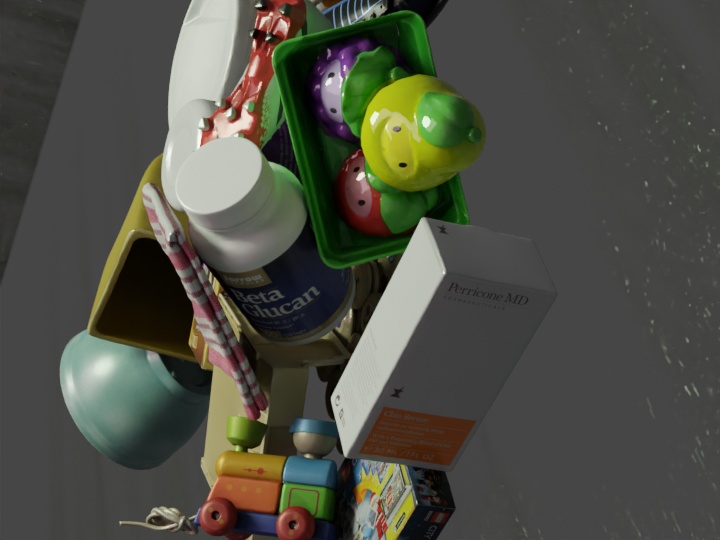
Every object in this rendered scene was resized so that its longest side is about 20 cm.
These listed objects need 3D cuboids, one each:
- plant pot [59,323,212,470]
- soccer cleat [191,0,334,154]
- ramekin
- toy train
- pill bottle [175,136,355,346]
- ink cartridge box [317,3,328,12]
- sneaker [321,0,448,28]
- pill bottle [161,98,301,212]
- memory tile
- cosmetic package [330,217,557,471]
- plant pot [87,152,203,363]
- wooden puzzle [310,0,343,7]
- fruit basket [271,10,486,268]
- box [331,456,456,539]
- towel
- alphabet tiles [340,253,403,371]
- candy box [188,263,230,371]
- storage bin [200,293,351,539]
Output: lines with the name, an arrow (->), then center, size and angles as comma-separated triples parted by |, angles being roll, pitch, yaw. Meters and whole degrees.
plant pot -> -0.262, 0.134, 1.767 | 0.134, 0.200, 0.201 | -33, 44, 27
soccer cleat -> -0.086, -0.157, 1.276 | 0.069, 0.085, 0.200 | 25, 94, 40
ramekin -> -0.128, -0.216, 1.476 | 0.202, 0.094, 0.203 | -35, 50, 57
toy train -> -0.116, 0.183, 1.249 | 0.085, 0.199, 0.116 | 56, -139, -72
pill bottle -> -0.087, -0.027, 1.238 | 0.200, 0.111, 0.111 | 58, -160, -50
ink cartridge box -> -0.054, -0.230, 1.540 | 0.146, 0.084, 0.200 | -117, 45, -57
sneaker -> 0.006, -0.229, 1.317 | 0.200, 0.070, 0.078 | -43, 22, -2
pill bottle -> -0.089, -0.099, 1.382 | 0.112, 0.199, 0.113 | -27, 58, 56
memory tile -> -0.010, 0.067, 1.359 | 0.200, 0.017, 0.154 | -110, 35, -46
cosmetic package -> 0.062, 0.063, 1.094 | 0.071, 0.101, 0.200 | -107, 34, -49
plant pot -> -0.205, -0.032, 1.689 | 0.200, 0.194, 0.196 | -92, 25, -43
wooden puzzle -> -0.006, -0.338, 1.418 | 0.200, 0.046, 0.185 | -31, 35, 5
fruit basket -> 0.021, -0.110, 1.169 | 0.216, 0.155, 0.216 | 166, 90, -89
box -> 0.013, 0.220, 1.219 | 0.137, 0.038, 0.200 | -104, 33, -48
towel -> -0.145, 0.027, 1.251 | 0.200, 0.030, 0.146 | 67, 171, -25
alphabet tiles -> 0.000, 0.000, 1.402 | 0.166, 0.006, 0.200 | -124, 49, -60
candy box -> -0.138, 0.002, 1.508 | 0.117, 0.056, 0.201 | -146, 64, -73
storage bin -> -0.088, 0.146, 1.389 | 0.199, 0.093, 0.201 | -134, 50, -64
